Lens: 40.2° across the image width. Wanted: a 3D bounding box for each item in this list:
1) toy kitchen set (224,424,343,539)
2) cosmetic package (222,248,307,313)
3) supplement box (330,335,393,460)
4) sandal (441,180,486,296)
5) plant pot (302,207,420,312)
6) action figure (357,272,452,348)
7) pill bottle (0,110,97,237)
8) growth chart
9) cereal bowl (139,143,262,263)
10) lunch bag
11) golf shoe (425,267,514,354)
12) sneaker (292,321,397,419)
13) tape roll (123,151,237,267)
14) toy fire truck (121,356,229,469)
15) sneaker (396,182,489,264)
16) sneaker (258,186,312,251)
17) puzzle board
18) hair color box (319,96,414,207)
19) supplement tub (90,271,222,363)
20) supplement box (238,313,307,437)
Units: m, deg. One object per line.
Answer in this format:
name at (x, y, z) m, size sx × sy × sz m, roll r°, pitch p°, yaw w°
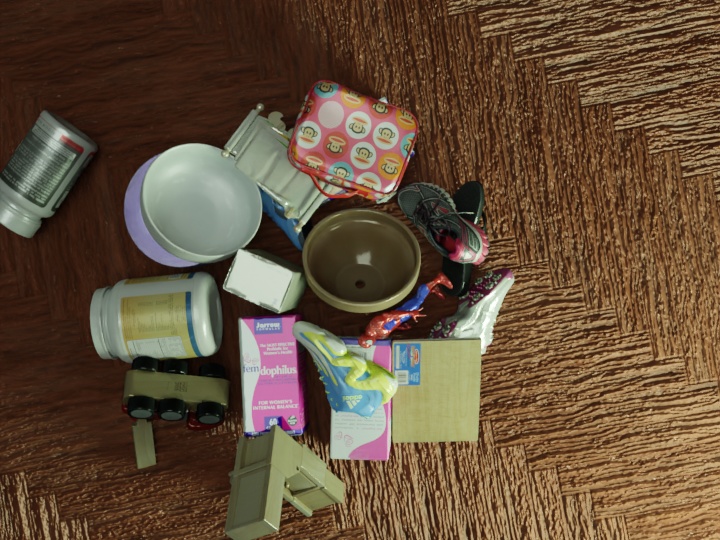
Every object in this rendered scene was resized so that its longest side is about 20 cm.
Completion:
toy kitchen set at (-0.153, 0.397, 1.623) m, size 0.162 × 0.181 × 0.200 m, roll -24°, pitch 129°, yaw 25°
cosmetic package at (-0.151, 0.016, 1.641) m, size 0.103 × 0.200 × 0.074 m, roll 23°, pitch 92°, yaw 3°
supplement box at (0.003, 0.215, 1.679) m, size 0.100 × 0.103 × 0.202 m, roll 2°, pitch 88°, yaw 4°
sandal at (0.181, -0.056, 1.691) m, size 0.048 × 0.075 × 0.202 m, roll 1°, pitch 105°, yaw -39°
plant pot at (0.000, 0.000, 1.665) m, size 0.199 × 0.093 × 0.202 m, roll 2°, pitch 54°, yaw -2°
action figure at (0.072, 0.074, 1.640) m, size 0.199 × 0.065 × 0.052 m, roll -30°, pitch 78°, yaw -29°
pill bottle at (-0.560, -0.167, 1.715) m, size 0.114 × 0.114 × 0.201 m, roll 36°, pitch 92°, yaw 3°
growth chart at (-0.132, -0.177, 1.637) m, size 0.200 × 0.018 × 0.145 m, roll 44°, pitch 60°, yaw -3°
cereal bowl at (-0.266, -0.100, 1.607) m, size 0.198 × 0.083 × 0.202 m, roll 9°, pitch 66°, yaw -20°
lunch bag at (-0.017, -0.201, 1.615) m, size 0.198 × 0.082 × 0.178 m, roll 22°, pitch 84°, yaw -5°
golf shoe at (0.201, 0.085, 1.689) m, size 0.091 × 0.075 × 0.200 m, roll 42°, pitch 92°, yaw -18°
sneaker at (-0.042, 0.169, 1.596) m, size 0.199 × 0.076 × 0.106 m, roll 32°, pitch 93°, yaw 4°
tape roll at (-0.304, -0.106, 1.712) m, size 0.198 × 0.085 × 0.202 m, roll 0°, pitch 91°, yaw 4°
toy fire truck at (-0.328, 0.253, 1.702) m, size 0.174 × 0.200 × 0.130 m, roll 7°, pitch 59°, yaw -16°
sneaker at (0.129, -0.085, 1.650) m, size 0.200 × 0.074 × 0.081 m, roll 41°, pitch 119°, yaw 35°
sneaker at (-0.146, -0.118, 1.714) m, size 0.078 × 0.066 × 0.201 m, roll -25°, pitch 88°, yaw 15°
puzzle board at (0.128, 0.204, 1.672) m, size 0.149 × 0.017 × 0.202 m, roll -1°, pitch 115°, yaw 0°
hair color box at (-0.018, -0.202, 1.701) m, size 0.199 × 0.065 × 0.110 m, roll -29°, pitch 88°, yaw 5°
supplement tub at (-0.347, 0.082, 1.684) m, size 0.198 × 0.145 × 0.146 m, roll -5°, pitch 90°, yaw 4°
supplement box at (-0.148, 0.176, 1.684) m, size 0.100 × 0.103 × 0.202 m, roll -4°, pitch 88°, yaw 3°
